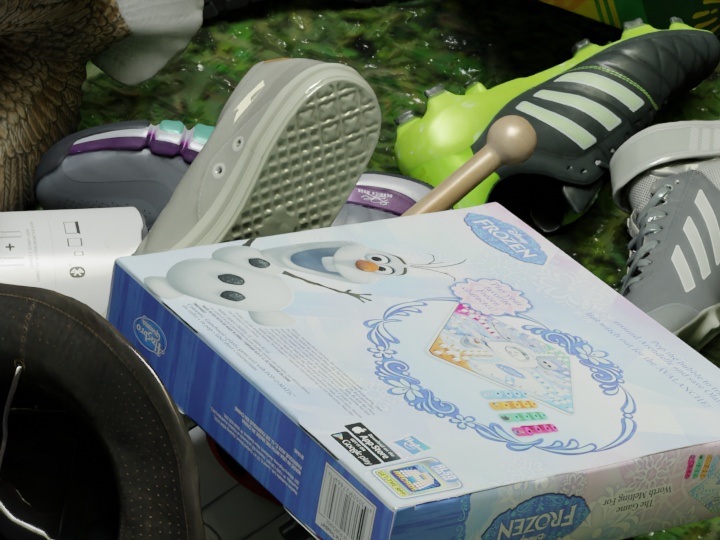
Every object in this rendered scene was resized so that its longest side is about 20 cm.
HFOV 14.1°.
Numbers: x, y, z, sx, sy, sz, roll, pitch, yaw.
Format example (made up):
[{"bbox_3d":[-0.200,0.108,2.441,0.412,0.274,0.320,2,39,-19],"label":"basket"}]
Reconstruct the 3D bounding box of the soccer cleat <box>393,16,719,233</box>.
[{"bbox_3d":[0.105,-0.067,1.432,0.199,0.068,0.081,-21,78,-32],"label":"soccer cleat"}]

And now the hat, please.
[{"bbox_3d":[-0.130,0.097,1.187,0.201,0.201,0.081,43,18,26],"label":"hat"}]

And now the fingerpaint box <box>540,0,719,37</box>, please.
[{"bbox_3d":[0.095,-0.211,1.498,0.166,0.073,0.200,11,35,-51],"label":"fingerpaint box"}]

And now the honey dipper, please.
[{"bbox_3d":[0.000,0.000,1.299,0.200,0.038,0.038,-39,61,-5],"label":"honey dipper"}]

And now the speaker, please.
[{"bbox_3d":[-0.193,0.014,1.277,0.199,0.081,0.081,-3,49,-14],"label":"speaker"}]

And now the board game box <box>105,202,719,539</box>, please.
[{"bbox_3d":[0.033,0.044,1.165,0.198,0.044,0.200,-9,33,-34],"label":"board game box"}]

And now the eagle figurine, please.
[{"bbox_3d":[-0.172,-0.107,1.355,0.150,0.152,0.200,-25,26,20],"label":"eagle figurine"}]

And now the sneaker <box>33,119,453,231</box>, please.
[{"bbox_3d":[-0.055,-0.010,1.336,0.199,0.075,0.088,8,55,-2],"label":"sneaker"}]

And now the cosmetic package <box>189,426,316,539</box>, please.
[{"bbox_3d":[0.009,0.131,1.234,0.150,0.052,0.200,-32,61,-30],"label":"cosmetic package"}]

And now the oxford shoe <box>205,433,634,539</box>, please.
[{"bbox_3d":[0.038,0.081,1.204,0.199,0.071,0.073,27,44,13],"label":"oxford shoe"}]

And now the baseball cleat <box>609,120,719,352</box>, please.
[{"bbox_3d":[0.139,-0.005,1.368,0.106,0.070,0.200,44,43,12],"label":"baseball cleat"}]

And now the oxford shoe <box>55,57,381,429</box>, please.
[{"bbox_3d":[-0.064,-0.006,1.246,0.075,0.200,0.058,31,5,-39],"label":"oxford shoe"}]

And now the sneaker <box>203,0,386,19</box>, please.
[{"bbox_3d":[-0.042,-0.187,1.500,0.199,0.076,0.088,-8,44,-18],"label":"sneaker"}]
